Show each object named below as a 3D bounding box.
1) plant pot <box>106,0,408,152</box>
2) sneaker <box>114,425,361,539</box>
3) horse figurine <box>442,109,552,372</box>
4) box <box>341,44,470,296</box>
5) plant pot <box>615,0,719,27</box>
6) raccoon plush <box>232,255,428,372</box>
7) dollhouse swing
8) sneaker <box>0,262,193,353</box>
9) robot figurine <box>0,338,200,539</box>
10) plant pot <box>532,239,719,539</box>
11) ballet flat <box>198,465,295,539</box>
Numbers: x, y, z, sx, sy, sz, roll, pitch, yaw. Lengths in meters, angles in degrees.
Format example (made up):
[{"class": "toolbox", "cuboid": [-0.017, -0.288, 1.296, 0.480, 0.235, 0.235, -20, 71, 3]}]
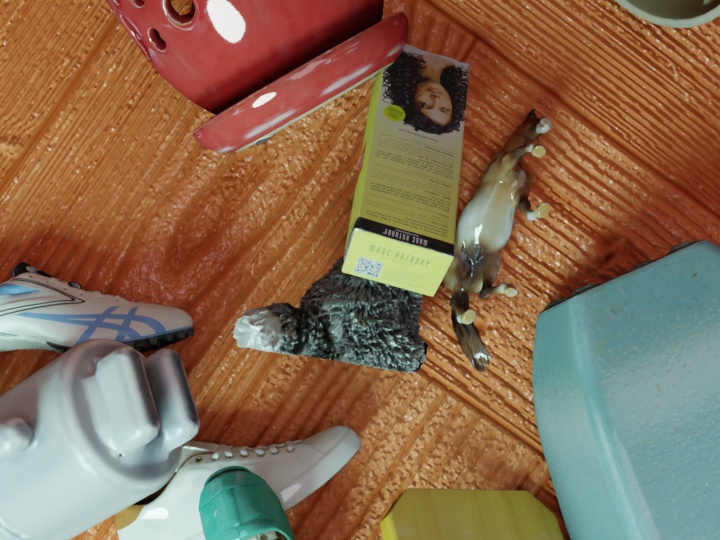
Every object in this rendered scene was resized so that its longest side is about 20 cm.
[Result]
[{"class": "plant pot", "cuboid": [-0.071, -0.200, 0.714, 0.199, 0.200, 0.184, -31, 101, -7]}, {"class": "sneaker", "cuboid": [-0.097, 0.154, 0.766, 0.198, 0.073, 0.086, -27, 88, -10]}, {"class": "horse figurine", "cuboid": [0.104, -0.029, 0.781, 0.049, 0.133, 0.203, 18, 100, -10]}, {"class": "box", "cuboid": [0.036, -0.082, 0.744, 0.074, 0.050, 0.202, 14, 52, -8]}, {"class": "plant pot", "cuboid": [0.283, -0.322, 0.775, 0.182, 0.200, 0.202, -33, 94, -18]}, {"class": "raccoon plush", "cuboid": [0.000, 0.000, 0.735, 0.095, 0.199, 0.136, 9, 87, 25]}, {"class": "dollhouse swing", "cuboid": [0.078, 0.297, 0.775, 0.197, 0.177, 0.183, 8, 124, -31]}, {"class": "sneaker", "cuboid": [-0.224, 0.031, 0.754, 0.196, 0.072, 0.074, 3, 81, -11]}, {"class": "robot figurine", "cuboid": [-0.205, 0.124, 0.707, 0.199, 0.169, 0.114, -31, 65, 24]}, {"class": "plant pot", "cuboid": [0.232, 0.095, 0.758, 0.193, 0.196, 0.203, -23, 83, -7]}, {"class": "ballet flat", "cuboid": [-0.065, 0.225, 0.721, 0.066, 0.071, 0.202, -21, 131, -1]}]
